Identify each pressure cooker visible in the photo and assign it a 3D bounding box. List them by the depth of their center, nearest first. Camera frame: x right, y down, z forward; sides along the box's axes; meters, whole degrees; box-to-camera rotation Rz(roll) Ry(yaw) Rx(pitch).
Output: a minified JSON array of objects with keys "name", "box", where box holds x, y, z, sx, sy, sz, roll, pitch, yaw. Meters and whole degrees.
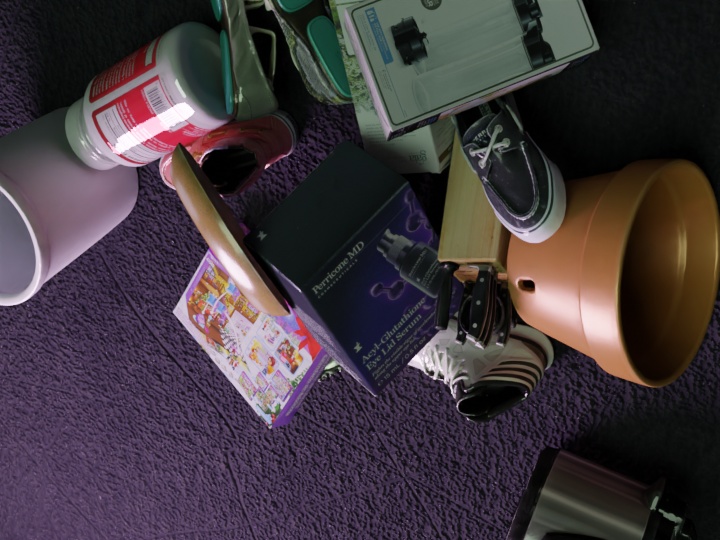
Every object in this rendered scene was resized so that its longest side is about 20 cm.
[{"name":"pressure cooker","box":[0.259,0.300,1.169,0.197,0.181,0.177,22,156,15]}]

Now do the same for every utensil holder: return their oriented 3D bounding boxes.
[{"name":"utensil holder","box":[-0.380,-0.082,1.277,0.167,0.200,0.173,12,122,21]}]

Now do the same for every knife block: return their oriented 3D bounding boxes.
[{"name":"knife block","box":[0.114,-0.032,1.054,0.063,0.176,0.203,1,117,26]}]

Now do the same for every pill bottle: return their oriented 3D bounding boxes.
[{"name":"pill bottle","box":[-0.231,-0.183,1.195,0.198,0.112,0.114,-19,107,35]}]

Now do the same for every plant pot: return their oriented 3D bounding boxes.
[{"name":"plant pot","box":[0.229,-0.006,1.010,0.138,0.199,0.203,11,123,41]},{"name":"plant pot","box":[-0.133,-0.034,1.076,0.027,0.200,0.202,-33,101,-2]}]

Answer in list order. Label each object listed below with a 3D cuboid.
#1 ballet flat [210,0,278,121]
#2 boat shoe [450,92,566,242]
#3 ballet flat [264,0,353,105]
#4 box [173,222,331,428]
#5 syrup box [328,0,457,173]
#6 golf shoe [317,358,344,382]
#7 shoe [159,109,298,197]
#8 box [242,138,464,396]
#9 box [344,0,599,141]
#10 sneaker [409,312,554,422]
[{"name":"ballet flat","box":[-0.123,-0.258,1.126,0.062,0.067,0.204,-11,95,-13]},{"name":"boat shoe","box":[0.125,-0.115,0.996,0.071,0.203,0.067,-35,142,28]},{"name":"ballet flat","box":[-0.063,-0.257,1.095,0.071,0.072,0.203,-15,108,34]},{"name":"box","box":[-0.121,0.061,1.260,0.200,0.039,0.138,46,116,24]},{"name":"syrup box","box":[0.037,-0.199,1.060,0.077,0.082,0.203,0,119,29]},{"name":"golf shoe","box":[-0.083,0.082,1.292,0.197,0.077,0.090,-2,109,29]},{"name":"shoe","box":[-0.166,-0.121,1.208,0.197,0.091,0.072,-13,111,33]},{"name":"box","box":[0.000,0.000,1.076,0.104,0.148,0.201,37,168,41]},{"name":"box","box":[0.095,-0.207,0.955,0.197,0.060,0.119,-20,89,-3]},{"name":"sneaker","box":[0.100,0.100,1.175,0.197,0.115,0.077,5,120,26]}]
